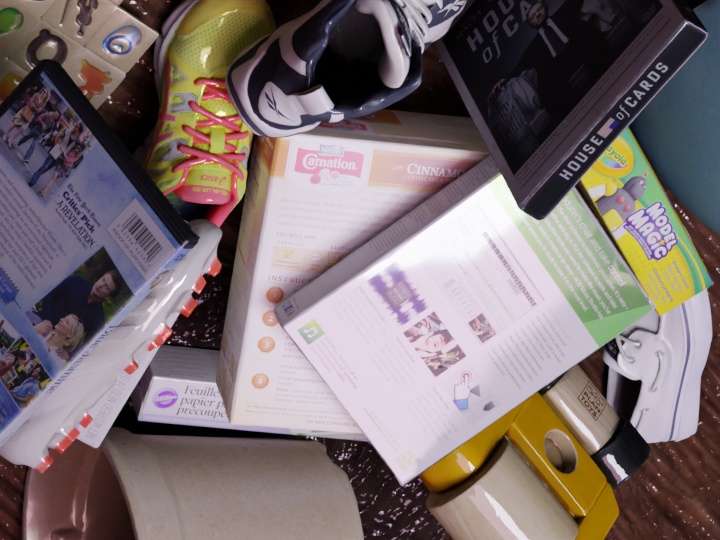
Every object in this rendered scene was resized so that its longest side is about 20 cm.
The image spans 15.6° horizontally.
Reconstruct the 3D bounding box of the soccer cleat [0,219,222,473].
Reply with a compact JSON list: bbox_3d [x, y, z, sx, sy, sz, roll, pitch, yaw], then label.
[{"bbox_3d":[-0.160,0.034,1.542,0.078,0.069,0.200,43,110,-2],"label":"soccer cleat"}]

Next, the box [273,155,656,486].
[{"bbox_3d":[0.066,0.024,1.647,0.200,0.036,0.144,-34,116,3],"label":"box"}]

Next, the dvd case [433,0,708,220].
[{"bbox_3d":[0.121,-0.141,1.582,0.025,0.200,0.150,28,113,-32],"label":"dvd case"}]

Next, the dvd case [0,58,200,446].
[{"bbox_3d":[-0.201,-0.004,1.520,0.200,0.143,0.018,-45,163,20],"label":"dvd case"}]

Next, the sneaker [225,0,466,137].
[{"bbox_3d":[0.022,-0.150,1.554,0.199,0.130,0.080,-34,108,-19],"label":"sneaker"}]

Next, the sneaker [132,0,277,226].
[{"bbox_3d":[-0.093,-0.081,1.624,0.078,0.090,0.200,6,122,-21],"label":"sneaker"}]

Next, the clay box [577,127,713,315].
[{"bbox_3d":[0.156,-0.076,1.699,0.048,0.115,0.200,-30,130,4],"label":"clay box"}]

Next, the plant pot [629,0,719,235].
[{"bbox_3d":[0.285,-0.082,1.689,0.200,0.135,0.200,-14,149,-8],"label":"plant pot"}]

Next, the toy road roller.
[{"bbox_3d":[0.094,0.144,1.801,0.146,0.200,0.123,-32,102,38],"label":"toy road roller"}]

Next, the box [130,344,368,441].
[{"bbox_3d":[-0.058,0.085,1.795,0.200,0.041,0.039,6,123,-25],"label":"box"}]

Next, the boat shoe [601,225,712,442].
[{"bbox_3d":[0.202,0.053,1.839,0.067,0.074,0.200,-16,130,-11],"label":"boat shoe"}]

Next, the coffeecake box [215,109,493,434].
[{"bbox_3d":[0.000,0.000,1.680,0.153,0.073,0.200,5,111,-14],"label":"coffeecake box"}]

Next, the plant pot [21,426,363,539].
[{"bbox_3d":[-0.106,0.188,1.776,0.183,0.200,0.201,-6,128,-30],"label":"plant pot"}]

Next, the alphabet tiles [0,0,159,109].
[{"bbox_3d":[-0.225,-0.137,1.579,0.166,0.006,0.200,32,110,-29],"label":"alphabet tiles"}]

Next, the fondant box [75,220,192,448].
[{"bbox_3d":[-0.210,-0.002,1.596,0.200,0.058,0.144,29,113,-7],"label":"fondant box"}]
